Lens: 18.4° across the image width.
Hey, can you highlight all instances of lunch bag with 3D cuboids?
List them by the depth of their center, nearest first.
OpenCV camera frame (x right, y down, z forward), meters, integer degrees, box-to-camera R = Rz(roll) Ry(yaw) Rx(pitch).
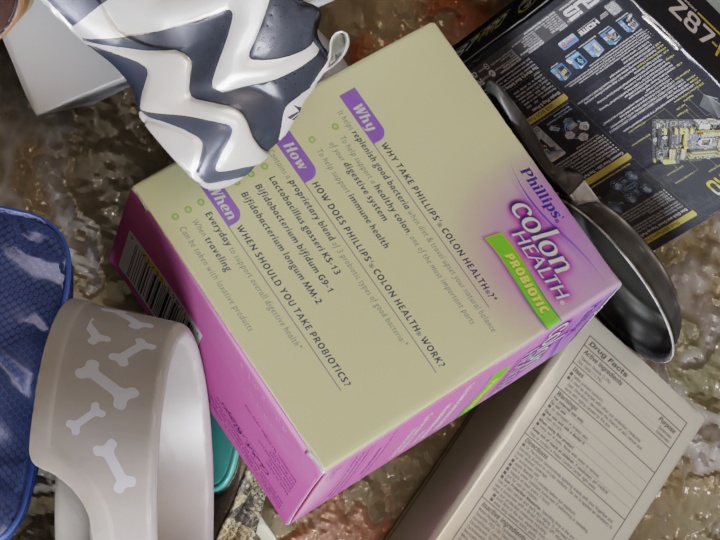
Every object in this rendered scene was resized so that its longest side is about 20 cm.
[{"bbox_3d":[-0.225,0.071,1.114,0.135,0.132,0.201,14,69,-9],"label":"lunch bag"}]

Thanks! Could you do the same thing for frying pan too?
[{"bbox_3d":[0.119,-0.029,1.239,0.031,0.115,0.191,-37,97,-12],"label":"frying pan"}]

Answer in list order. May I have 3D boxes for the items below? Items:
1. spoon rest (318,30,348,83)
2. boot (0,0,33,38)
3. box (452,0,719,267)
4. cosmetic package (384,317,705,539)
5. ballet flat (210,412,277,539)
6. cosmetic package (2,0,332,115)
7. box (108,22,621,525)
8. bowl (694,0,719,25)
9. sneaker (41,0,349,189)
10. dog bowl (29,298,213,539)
[{"bbox_3d":[-0.055,-0.136,1.262,0.099,0.061,0.202,-18,104,-22],"label":"spoon rest"},{"bbox_3d":[-0.255,-0.096,1.072,0.199,0.166,0.073,-34,90,13],"label":"boot"},{"bbox_3d":[0.133,-0.085,1.247,0.161,0.200,0.049,42,51,-11],"label":"box"},{"bbox_3d":[0.097,0.133,1.275,0.103,0.073,0.200,41,70,-13],"label":"cosmetic package"},{"bbox_3d":[-0.073,0.132,1.214,0.075,0.068,0.202,23,74,-39],"label":"ballet flat"},{"bbox_3d":[-0.083,-0.151,1.170,0.199,0.102,0.075,-23,93,13],"label":"cosmetic package"},{"bbox_3d":[0.000,0.000,1.173,0.199,0.097,0.176,-31,78,-23],"label":"box"},{"bbox_3d":[0.178,-0.157,1.263,0.201,0.201,0.105,40,53,-13],"label":"bowl"},{"bbox_3d":[-0.085,-0.152,1.080,0.129,0.079,0.200,-39,89,5],"label":"sneaker"},{"bbox_3d":[-0.112,0.114,1.087,0.058,0.200,0.202,-1,83,4],"label":"dog bowl"}]
